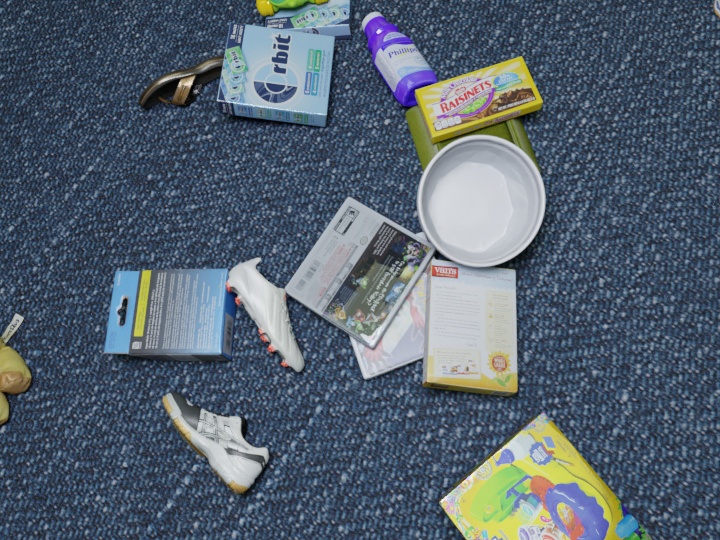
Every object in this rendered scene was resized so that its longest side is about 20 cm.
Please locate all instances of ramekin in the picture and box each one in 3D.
[{"bbox_3d":[0.186,-0.108,0.955,0.197,0.105,0.203,0,92,1],"label":"ramekin"}]

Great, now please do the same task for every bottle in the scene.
[{"bbox_3d":[0.065,-0.397,1.102,0.083,0.065,0.201,-18,65,-20],"label":"bottle"}]

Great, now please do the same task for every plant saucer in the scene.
[{"bbox_3d":[0.197,-0.240,1.050,0.197,0.048,0.202,-16,71,2],"label":"plant saucer"}]

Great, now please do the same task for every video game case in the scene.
[{"bbox_3d":[0.000,0.000,0.989,0.181,0.023,0.201,31,77,16],"label":"video game case"},{"bbox_3d":[0.058,0.056,0.985,0.180,0.023,0.202,-21,72,0],"label":"video game case"}]

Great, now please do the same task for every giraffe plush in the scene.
[{"bbox_3d":[-0.652,0.148,0.965,0.170,0.162,0.202,9,74,10],"label":"giraffe plush"}]

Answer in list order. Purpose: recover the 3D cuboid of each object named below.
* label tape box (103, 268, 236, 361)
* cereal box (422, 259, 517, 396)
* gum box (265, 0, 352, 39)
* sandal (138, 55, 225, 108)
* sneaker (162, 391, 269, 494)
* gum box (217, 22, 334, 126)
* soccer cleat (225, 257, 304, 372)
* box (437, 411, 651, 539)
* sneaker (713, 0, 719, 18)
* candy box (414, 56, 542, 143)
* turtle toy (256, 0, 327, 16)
[{"bbox_3d":[-0.315,0.075,1.001,0.197,0.063,0.146,0,72,6],"label":"label tape box"},{"bbox_3d":[0.173,0.088,0.932,0.142,0.040,0.202,8,67,-4],"label":"cereal box"},{"bbox_3d":[-0.101,-0.554,1.186,0.168,0.045,0.203,-1,73,6],"label":"gum box"},{"bbox_3d":[-0.332,-0.352,1.144,0.198,0.082,0.055,-23,93,-8],"label":"sandal"},{"bbox_3d":[-0.227,0.255,0.940,0.200,0.076,0.088,41,64,14],"label":"sneaker"},{"bbox_3d":[-0.154,-0.365,1.104,0.197,0.045,0.172,6,73,-4],"label":"gum box"},{"bbox_3d":[-0.141,0.071,0.963,0.077,0.069,0.201,-34,89,-16],"label":"soccer cleat"},{"bbox_3d":[0.242,0.342,0.820,0.192,0.122,0.200,-38,72,-6],"label":"box"},{"bbox_3d":[0.719,-0.445,1.033,0.200,0.088,0.075,41,79,15],"label":"sneaker"},{"bbox_3d":[0.203,-0.297,1.028,0.198,0.026,0.103,-18,68,1],"label":"candy box"},{"bbox_3d":[-0.143,-0.586,1.124,0.144,0.101,0.202,-12,71,4],"label":"turtle toy"}]
